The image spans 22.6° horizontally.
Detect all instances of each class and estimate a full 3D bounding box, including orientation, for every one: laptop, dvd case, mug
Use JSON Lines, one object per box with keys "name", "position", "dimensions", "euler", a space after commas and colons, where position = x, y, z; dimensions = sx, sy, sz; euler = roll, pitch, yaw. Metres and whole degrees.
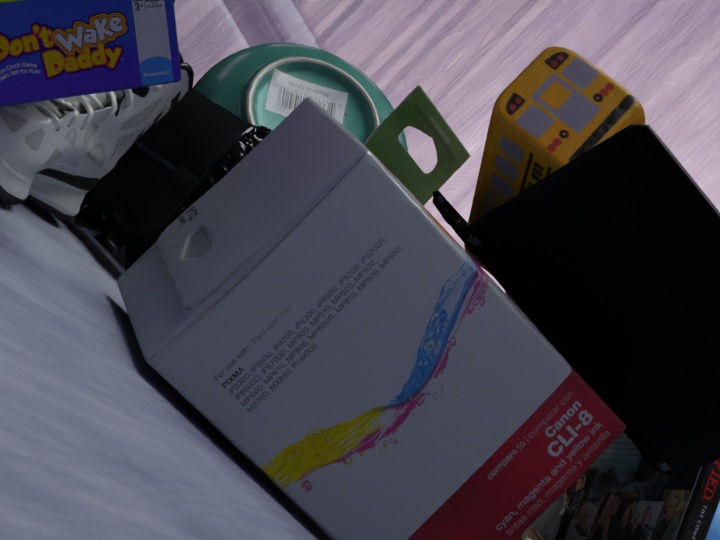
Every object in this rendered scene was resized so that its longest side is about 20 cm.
{"name": "laptop", "position": [0.140, 0.009, 0.948], "dimensions": [0.177, 0.103, 0.200], "euler": [50, 3, -11]}
{"name": "dvd case", "position": [0.164, 0.131, 1.057], "dimensions": [0.022, 0.201, 0.146], "euler": [27, -15, -18]}
{"name": "mug", "position": [-0.058, -0.060, 1.125], "dimensions": [0.152, 0.185, 0.115], "euler": [52, -34, 12]}

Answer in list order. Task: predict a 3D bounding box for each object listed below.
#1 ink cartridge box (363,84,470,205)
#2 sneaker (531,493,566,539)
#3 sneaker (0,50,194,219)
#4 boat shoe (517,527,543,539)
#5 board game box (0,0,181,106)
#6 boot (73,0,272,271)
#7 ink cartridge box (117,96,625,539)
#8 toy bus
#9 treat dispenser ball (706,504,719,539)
{"name": "ink cartridge box", "position": [0.000, 0.000, 1.056], "dimensions": [0.059, 0.200, 0.104], "euler": [43, -1, 31]}
{"name": "sneaker", "position": [0.102, 0.119, 1.102], "dimensions": [0.092, 0.200, 0.076], "euler": [55, -18, -19]}
{"name": "sneaker", "position": [-0.153, -0.095, 0.918], "dimensions": [0.076, 0.115, 0.200], "euler": [45, 3, 8]}
{"name": "boat shoe", "position": [0.078, 0.177, 0.995], "dimensions": [0.200, 0.074, 0.069], "euler": [56, 2, 26]}
{"name": "board game box", "position": [-0.168, -0.119, 0.841], "dimensions": [0.200, 0.134, 0.045], "euler": [-134, -143, -67]}
{"name": "boot", "position": [-0.119, -0.110, 1.049], "dimensions": [0.162, 0.199, 0.073], "euler": [38, 1, 20]}
{"name": "ink cartridge box", "position": [-0.001, 0.040, 0.901], "dimensions": [0.200, 0.145, 0.145], "euler": [46, 1, -21]}
{"name": "toy bus", "position": [0.108, -0.036, 1.024], "dimensions": [0.078, 0.065, 0.200], "euler": [37, -23, 14]}
{"name": "treat dispenser ball", "position": [0.223, 0.224, 1.314], "dimensions": [0.201, 0.201, 0.201], "euler": [45, 0, 0]}
